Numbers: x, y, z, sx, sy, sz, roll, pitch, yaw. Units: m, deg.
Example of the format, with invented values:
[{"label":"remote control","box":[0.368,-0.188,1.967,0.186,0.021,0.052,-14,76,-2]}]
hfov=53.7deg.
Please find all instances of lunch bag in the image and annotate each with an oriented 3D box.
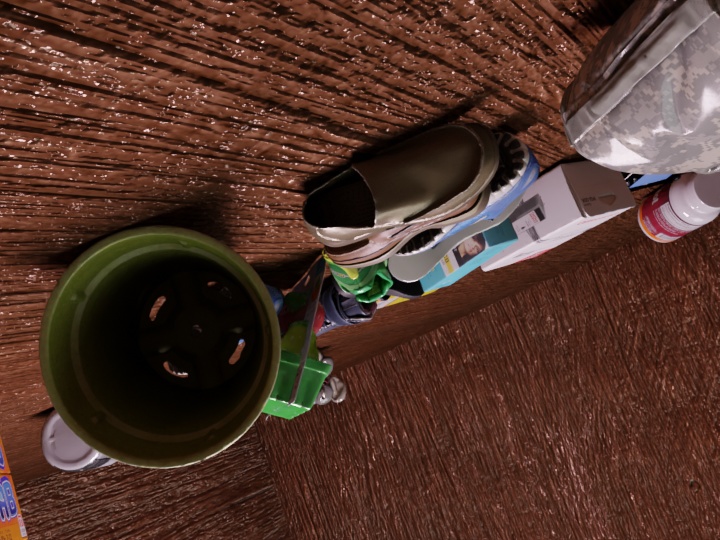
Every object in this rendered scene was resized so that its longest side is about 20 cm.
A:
[{"label":"lunch bag","box":[0.250,-0.154,0.495,0.166,0.141,0.200,-19,168,-17]}]

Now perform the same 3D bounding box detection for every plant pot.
[{"label":"plant pot","box":[-0.170,0.063,0.678,0.198,0.202,0.184,-21,-179,-3]}]

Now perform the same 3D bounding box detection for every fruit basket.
[{"label":"fruit basket","box":[-0.095,0.091,0.959,0.093,0.202,0.185,12,160,-17]}]

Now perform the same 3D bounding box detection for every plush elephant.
[{"label":"plush elephant","box":[-0.133,0.319,2.028,0.163,0.156,0.200,-24,169,15]}]

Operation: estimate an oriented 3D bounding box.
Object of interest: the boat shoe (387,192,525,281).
[{"label":"boat shoe","box":[0.111,-0.068,0.863,0.200,0.070,0.072,-39,-163,15]}]

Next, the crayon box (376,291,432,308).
[{"label":"crayon box","box":[0.085,0.018,1.259,0.198,0.051,0.127,-13,166,-37]}]

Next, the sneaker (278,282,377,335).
[{"label":"sneaker","box":[-0.067,0.068,1.099,0.201,0.078,0.146,-26,-175,-33]}]

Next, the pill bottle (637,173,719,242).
[{"label":"pill bottle","box":[0.683,-0.139,1.498,0.112,0.114,0.200,-19,169,-13]}]

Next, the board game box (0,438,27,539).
[{"label":"board game box","box":[-0.594,0.310,0.951,0.198,0.202,0.200,-18,169,-18]}]

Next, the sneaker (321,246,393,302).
[{"label":"sneaker","box":[0.000,0.000,0.895,0.073,0.084,0.200,-22,177,12]}]

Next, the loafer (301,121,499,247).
[{"label":"loafer","box":[0.031,-0.072,0.642,0.199,0.077,0.067,-26,175,22]}]

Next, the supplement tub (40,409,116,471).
[{"label":"supplement tub","box":[-0.507,0.312,1.348,0.121,0.124,0.200,-21,170,-3]}]

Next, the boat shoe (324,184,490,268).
[{"label":"boat shoe","box":[0.031,-0.064,0.731,0.199,0.073,0.068,-26,151,29]}]

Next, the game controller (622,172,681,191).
[{"label":"game controller","box":[0.489,-0.167,1.169,0.198,0.043,0.104,-16,168,-33]}]

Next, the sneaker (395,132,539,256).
[{"label":"sneaker","box":[0.111,-0.070,0.776,0.199,0.079,0.089,-29,156,33]}]

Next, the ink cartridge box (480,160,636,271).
[{"label":"ink cartridge box","box":[0.278,-0.083,1.053,0.146,0.084,0.200,-13,167,-40]}]

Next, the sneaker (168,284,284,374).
[{"label":"sneaker","box":[-0.177,0.077,0.922,0.199,0.079,0.089,-27,166,27]}]

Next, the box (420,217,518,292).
[{"label":"box","box":[0.135,-0.040,0.988,0.049,0.083,0.200,-16,167,-24]}]

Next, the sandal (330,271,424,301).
[{"label":"sandal","box":[0.023,0.013,1.068,0.199,0.076,0.045,1,154,-45]}]
